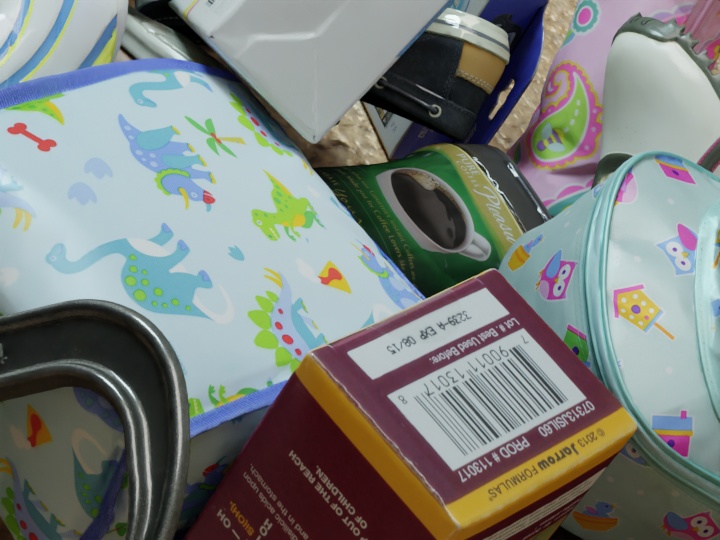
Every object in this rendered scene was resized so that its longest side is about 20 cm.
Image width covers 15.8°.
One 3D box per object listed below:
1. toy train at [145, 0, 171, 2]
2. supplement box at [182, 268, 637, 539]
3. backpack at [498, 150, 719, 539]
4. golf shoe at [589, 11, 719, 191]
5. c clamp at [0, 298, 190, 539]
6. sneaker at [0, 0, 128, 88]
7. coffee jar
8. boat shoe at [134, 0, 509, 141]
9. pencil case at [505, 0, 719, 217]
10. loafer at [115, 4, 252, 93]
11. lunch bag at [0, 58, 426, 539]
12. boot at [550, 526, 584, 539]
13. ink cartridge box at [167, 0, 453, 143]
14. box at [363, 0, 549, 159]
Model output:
[{"bbox_3d":[-0.110,-0.157,1.219,0.056,0.042,0.200,45,6,-13],"label":"toy train"},{"bbox_3d":[0.000,0.105,0.974,0.110,0.200,0.086,-23,65,-45],"label":"supplement box"},{"bbox_3d":[0.159,0.042,1.115,0.200,0.153,0.176,17,59,-24],"label":"backpack"},{"bbox_3d":[0.136,-0.019,1.224,0.088,0.200,0.077,-18,17,-34],"label":"golf shoe"},{"bbox_3d":[-0.144,0.100,0.895,0.027,0.200,0.171,42,32,-60],"label":"c clamp"},{"bbox_3d":[-0.179,-0.065,1.029,0.076,0.200,0.105,44,0,18],"label":"sneaker"},{"bbox_3d":[0.000,0.000,1.177,0.200,0.085,0.104,-8,55,-38],"label":"coffee jar"},{"bbox_3d":[-0.025,-0.104,1.250,0.200,0.062,0.075,13,-4,25],"label":"boat shoe"},{"bbox_3d":[0.140,-0.107,1.296,0.087,0.200,0.087,24,12,-6],"label":"pencil case"},{"bbox_3d":[-0.135,-0.107,1.187,0.200,0.063,0.072,38,10,32],"label":"loafer"},{"bbox_3d":[-0.076,0.010,1.017,0.200,0.127,0.170,-24,68,-39],"label":"lunch bag"},{"bbox_3d":[0.110,0.146,1.118,0.200,0.069,0.174,14,34,-32],"label":"boot"},{"bbox_3d":[-0.018,-0.132,1.146,0.068,0.115,0.200,44,1,-15],"label":"ink cartridge box"},{"bbox_3d":[0.028,-0.151,1.329,0.041,0.119,0.200,4,46,-31],"label":"box"}]
